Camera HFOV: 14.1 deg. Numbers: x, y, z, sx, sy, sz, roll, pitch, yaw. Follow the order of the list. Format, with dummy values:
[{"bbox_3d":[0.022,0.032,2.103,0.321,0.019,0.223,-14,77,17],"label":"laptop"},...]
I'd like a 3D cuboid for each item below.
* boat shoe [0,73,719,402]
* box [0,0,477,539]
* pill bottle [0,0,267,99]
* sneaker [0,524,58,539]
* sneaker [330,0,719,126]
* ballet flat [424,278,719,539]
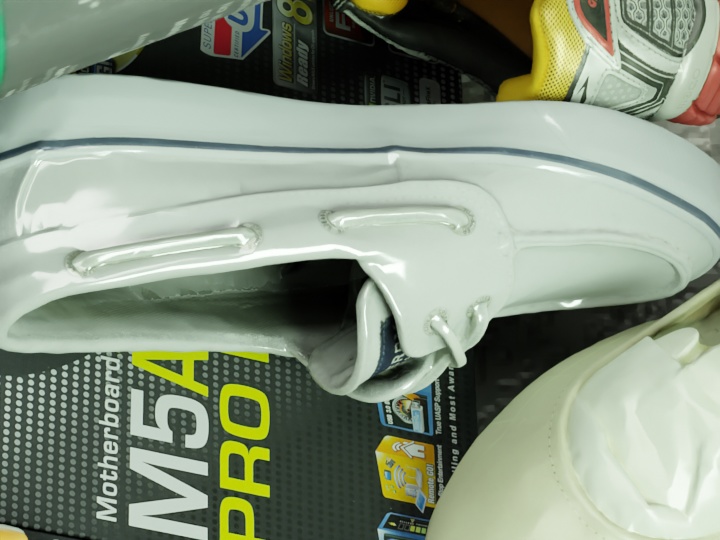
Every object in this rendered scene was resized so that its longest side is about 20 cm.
[{"bbox_3d":[0.000,0.000,0.706,0.199,0.074,0.066,2,62,-17],"label":"boat shoe"},{"bbox_3d":[-0.050,-0.004,0.747,0.159,0.044,0.201,15,55,-23],"label":"box"},{"bbox_3d":[-0.035,-0.116,0.666,0.199,0.113,0.113,-23,65,-20],"label":"pill bottle"},{"bbox_3d":[-0.039,0.145,0.665,0.200,0.078,0.077,38,42,-15],"label":"sneaker"},{"bbox_3d":[0.017,-0.108,0.769,0.082,0.078,0.200,-13,43,-40],"label":"sneaker"},{"bbox_3d":[0.094,0.028,0.732,0.069,0.070,0.200,42,53,19],"label":"ballet flat"}]
